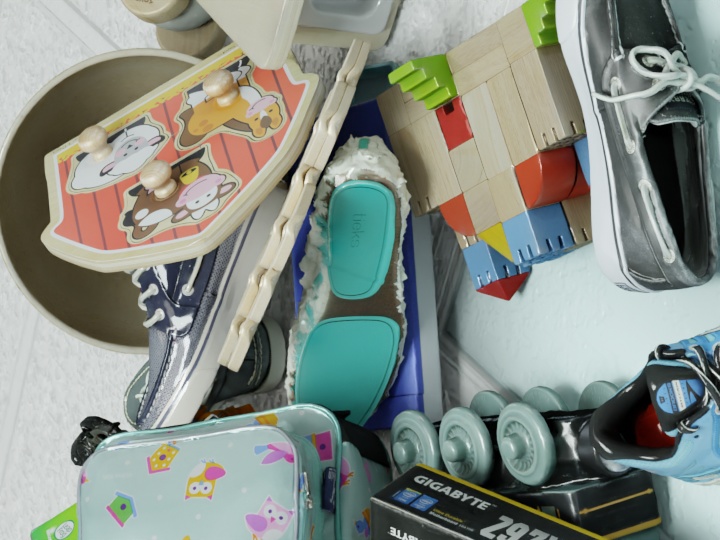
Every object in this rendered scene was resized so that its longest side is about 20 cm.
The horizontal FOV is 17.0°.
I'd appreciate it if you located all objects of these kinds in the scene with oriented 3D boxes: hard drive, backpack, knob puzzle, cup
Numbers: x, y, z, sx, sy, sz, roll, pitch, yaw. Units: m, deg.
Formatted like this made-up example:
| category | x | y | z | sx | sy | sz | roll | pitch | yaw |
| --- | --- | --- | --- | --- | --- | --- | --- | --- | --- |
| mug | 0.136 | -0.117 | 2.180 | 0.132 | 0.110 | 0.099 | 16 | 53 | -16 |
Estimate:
| category | x | y | z | sx | sy | sz | roll | pitch | yaw |
| --- | --- | --- | --- | --- | --- | --- | --- | --- | --- |
| hard drive | 0.000 | 0.000 | 1.504 | 0.132 | 0.025 | 0.201 | -12 | 80 | 56 |
| backpack | -0.071 | 0.183 | 1.374 | 0.175 | 0.153 | 0.201 | -9 | 78 | 20 |
| knob puzzle | -0.112 | -0.071 | 1.462 | 0.219 | 0.220 | 0.031 | 27 | 154 | 54 |
| cup | -0.148 | -0.055 | 1.640 | 0.143 | 0.199 | 0.201 | -129 | 44 | -79 |

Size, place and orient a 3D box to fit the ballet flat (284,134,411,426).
| category | x | y | z | sx | sy | sz | roll | pitch | yaw |
| --- | --- | --- | --- | --- | --- | --- | --- | --- | --- |
| ballet flat | -0.004 | 0.007 | 1.426 | 0.072 | 0.071 | 0.201 | 52 | 141 | 43 |

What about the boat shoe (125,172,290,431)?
| category | x | y | z | sx | sy | sz | roll | pitch | yaw |
| --- | --- | --- | --- | --- | --- | --- | --- | --- | --- |
| boat shoe | -0.124 | 0.010 | 1.544 | 0.201 | 0.092 | 0.075 | -68 | 14 | -4 |

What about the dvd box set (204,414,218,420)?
| category | x | y | z | sx | sy | sz | roll | pitch | yaw |
| --- | --- | --- | --- | --- | --- | --- | --- | --- | --- |
| dvd box set | -0.091 | 0.185 | 1.583 | 0.146 | 0.029 | 0.200 | 41 | 142 | -7 |

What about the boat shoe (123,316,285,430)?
| category | x | y | z | sx | sy | sz | roll | pitch | yaw |
| --- | --- | --- | --- | --- | --- | --- | --- | --- | --- |
| boat shoe | -0.126 | 0.074 | 1.694 | 0.200 | 0.062 | 0.073 | -25 | 70 | 54 |

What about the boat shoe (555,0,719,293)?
| category | x | y | z | sx | sy | sz | roll | pitch | yaw |
| --- | --- | --- | --- | --- | --- | --- | --- | --- | --- |
| boat shoe | 0.152 | -0.089 | 1.260 | 0.068 | 0.073 | 0.200 | -4 | 88 | 55 |

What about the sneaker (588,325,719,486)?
| category | x | y | z | sx | sy | sz | roll | pitch | yaw |
| --- | --- | --- | --- | --- | --- | --- | --- | --- | --- |
| sneaker | 0.187 | 0.061 | 1.189 | 0.200 | 0.090 | 0.079 | -39 | 58 | 49 |

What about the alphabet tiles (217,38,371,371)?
| category | x | y | z | sx | sy | sz | roll | pitch | yaw |
| --- | --- | --- | --- | --- | --- | --- | --- | --- | --- |
| alphabet tiles | -0.040 | -0.038 | 1.421 | 0.196 | 0.015 | 0.200 | -72 | 6 | -52 |

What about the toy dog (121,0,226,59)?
| category | x | y | z | sx | sy | sz | roll | pitch | yaw |
| --- | --- | --- | --- | --- | --- | --- | --- | --- | --- |
| toy dog | -0.143 | -0.244 | 1.687 | 0.200 | 0.096 | 0.132 | 55 | -177 | 1 |

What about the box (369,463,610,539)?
| category | x | y | z | sx | sy | sz | roll | pitch | yaw |
| --- | --- | --- | --- | --- | --- | --- | --- | --- | --- |
| box | 0.094 | 0.208 | 1.279 | 0.199 | 0.049 | 0.160 | 19 | 125 | 35 |

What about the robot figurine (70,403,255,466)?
| category | x | y | z | sx | sy | sz | roll | pitch | yaw |
| --- | --- | --- | --- | --- | --- | --- | --- | --- | --- |
| robot figurine | -0.120 | 0.151 | 1.660 | 0.200 | 0.058 | 0.145 | -14 | 112 | 55 |

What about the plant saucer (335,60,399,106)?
| category | x | y | z | sx | sy | sz | roll | pitch | yaw |
| --- | --- | --- | --- | --- | --- | --- | --- | --- | --- |
| plant saucer | 0.009 | -0.029 | 1.529 | 0.070 | 0.019 | 0.201 | -1 | 88 | 57 |

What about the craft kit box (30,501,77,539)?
| category | x | y | z | sx | sy | sz | roll | pitch | yaw |
| --- | --- | --- | --- | --- | --- | --- | --- | --- | --- |
| craft kit box | -0.129 | 0.274 | 1.541 | 0.048 | 0.200 | 0.198 | -31 | 32 | 4 |

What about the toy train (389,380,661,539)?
| category | x | y | z | sx | sy | sz | roll | pitch | yaw |
| --- | --- | --- | --- | --- | --- | --- | --- | --- | --- |
| toy train | 0.089 | 0.126 | 1.354 | 0.200 | 0.085 | 0.115 | -10 | 91 | 57 |

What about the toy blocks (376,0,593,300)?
| category | x | y | z | sx | sy | sz | roll | pitch | yaw |
| --- | --- | --- | --- | --- | --- | --- | --- | --- | --- |
| toy blocks | 0.088 | -0.062 | 1.357 | 0.200 | 0.100 | 0.137 | -28 | 78 | 54 |

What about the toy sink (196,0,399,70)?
| category | x | y | z | sx | sy | sz | roll | pitch | yaw |
| --- | --- | --- | --- | --- | --- | --- | --- | --- | --- |
| toy sink | -0.033 | -0.217 | 1.510 | 0.200 | 0.112 | 0.131 | 48 | 129 | 52 |
